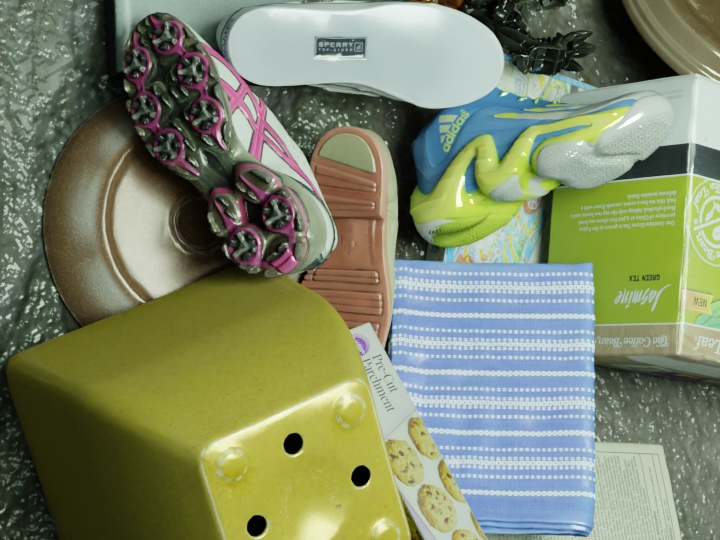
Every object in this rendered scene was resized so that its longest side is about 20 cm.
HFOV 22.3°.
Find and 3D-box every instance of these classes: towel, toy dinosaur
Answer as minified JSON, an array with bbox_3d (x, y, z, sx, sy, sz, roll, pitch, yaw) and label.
[{"bbox_3d":[0.087,0.083,1.237,0.144,0.024,0.201,1,64,5],"label":"towel"},{"bbox_3d":[0.105,-0.207,1.339,0.200,0.136,0.102,-45,147,-8],"label":"toy dinosaur"}]

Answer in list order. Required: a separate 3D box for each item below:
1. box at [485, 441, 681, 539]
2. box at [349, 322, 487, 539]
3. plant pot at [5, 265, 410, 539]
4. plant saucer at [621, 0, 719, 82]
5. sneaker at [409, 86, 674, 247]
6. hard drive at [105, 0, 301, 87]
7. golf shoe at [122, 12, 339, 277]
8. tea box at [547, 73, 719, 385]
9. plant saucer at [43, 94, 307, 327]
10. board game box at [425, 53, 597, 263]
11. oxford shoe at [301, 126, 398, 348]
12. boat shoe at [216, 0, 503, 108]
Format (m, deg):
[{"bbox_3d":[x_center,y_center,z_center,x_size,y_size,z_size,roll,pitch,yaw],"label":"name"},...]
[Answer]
[{"bbox_3d":[0.120,0.174,1.292,0.199,0.078,0.096,6,63,-24],"label":"box"},{"bbox_3d":[0.030,0.129,1.181,0.041,0.039,0.201,-18,63,-20],"label":"box"},{"bbox_3d":[-0.075,0.125,1.132,0.193,0.200,0.197,-22,107,-25],"label":"plant pot"},{"bbox_3d":[0.289,-0.200,1.406,0.199,0.030,0.201,16,46,-17],"label":"plant saucer"},{"bbox_3d":[0.114,-0.099,1.265,0.076,0.199,0.106,31,38,-59],"label":"sneaker"},{"bbox_3d":[-0.111,-0.230,1.273,0.139,0.033,0.201,0,84,-25],"label":"hard drive"},{"bbox_3d":[-0.087,-0.082,1.213,0.201,0.072,0.092,58,22,9],"label":"golf shoe"},{"bbox_3d":[0.250,-0.021,1.332,0.199,0.133,0.198,10,82,-40],"label":"tea box"},{"bbox_3d":[-0.115,-0.030,1.245,0.199,0.037,0.202,4,81,-25],"label":"plant saucer"},{"bbox_3d":[0.124,-0.049,1.358,0.134,0.034,0.201,17,76,-22],"label":"board game box"},{"bbox_3d":[0.000,0.000,1.276,0.070,0.074,0.201,10,98,18],"label":"oxford shoe"},{"bbox_3d":[-0.001,-0.157,1.253,0.199,0.065,0.074,7,103,-18],"label":"boat shoe"}]
